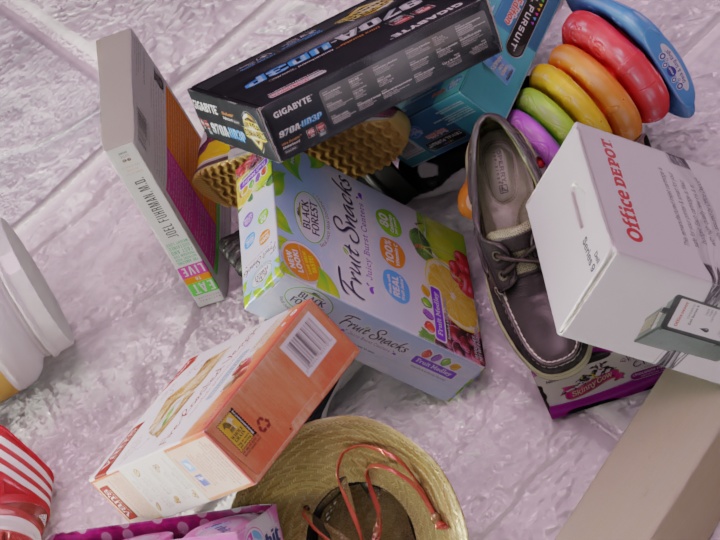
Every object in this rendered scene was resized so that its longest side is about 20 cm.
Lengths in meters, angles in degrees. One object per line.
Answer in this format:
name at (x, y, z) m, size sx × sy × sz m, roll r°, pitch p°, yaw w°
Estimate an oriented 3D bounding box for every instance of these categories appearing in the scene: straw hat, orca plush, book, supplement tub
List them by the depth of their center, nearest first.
straw hat at (0.009, 0.189, 1.450) m, size 0.199 × 0.203 × 0.085 m, roll 1°, pitch 12°, yaw 25°
book at (-0.160, -0.082, 1.683) m, size 0.048 × 0.201 × 0.134 m, roll -17°, pitch 47°, yaw 9°
orca plush at (0.116, -0.129, 1.686) m, size 0.198 × 0.071 × 0.106 m, roll -16°, pitch 48°, yaw 11°
supplement tub at (-0.352, 0.058, 1.690) m, size 0.199 × 0.145 × 0.145 m, roll -31°, pitch 46°, yaw -2°

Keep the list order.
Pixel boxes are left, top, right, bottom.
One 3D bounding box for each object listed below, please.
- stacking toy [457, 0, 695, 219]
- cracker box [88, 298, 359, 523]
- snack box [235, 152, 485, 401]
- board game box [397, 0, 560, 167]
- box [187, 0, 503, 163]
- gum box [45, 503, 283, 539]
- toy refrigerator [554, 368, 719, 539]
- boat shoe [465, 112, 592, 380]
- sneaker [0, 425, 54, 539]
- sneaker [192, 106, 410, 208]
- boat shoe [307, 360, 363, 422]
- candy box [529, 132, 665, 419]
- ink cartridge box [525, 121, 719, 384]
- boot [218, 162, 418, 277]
stacking toy at (0.149, -0.111, 1.564) m, size 0.200 × 0.116 × 0.110 m, roll -43°, pitch 33°, yaw -8°
cracker box at (-0.101, 0.106, 1.467) m, size 0.134 × 0.058 × 0.200 m, roll -52°, pitch 13°, yaw -32°
snack box at (0.000, 0.000, 1.546) m, size 0.053 × 0.199 × 0.143 m, roll -43°, pitch 37°, yaw 32°
board game box at (0.098, -0.191, 1.627) m, size 0.151 × 0.047 × 0.201 m, roll -21°, pitch 40°, yaw 62°
box at (-0.014, -0.151, 1.533) m, size 0.199 × 0.046 × 0.159 m, roll -28°, pitch 20°, yaw -16°
gum box at (-0.145, 0.240, 1.445) m, size 0.198 × 0.115 × 0.066 m, roll -11°, pitch 8°, yaw 25°
toy refrigerator at (0.192, 0.171, 1.399) m, size 0.070 × 0.076 × 0.201 m, roll 20°, pitch 63°, yaw 35°
boat shoe at (0.114, -0.020, 1.478) m, size 0.071 × 0.066 × 0.203 m, roll -18°, pitch 71°, yaw 11°
sneaker at (-0.336, 0.186, 1.639) m, size 0.198 × 0.079 × 0.116 m, roll 3°, pitch 44°, yaw 11°
sneaker at (-0.048, -0.118, 1.627) m, size 0.198 × 0.075 × 0.091 m, roll -12°, pitch 54°, yaw 29°
boat shoe at (-0.051, 0.083, 1.592) m, size 0.075 × 0.061 × 0.201 m, roll 13°, pitch 59°, yaw 32°
candy box at (0.183, 0.001, 1.554) m, size 0.135 × 0.061 × 0.201 m, roll -19°, pitch 46°, yaw 9°
ink cartridge box at (0.225, -0.005, 1.410) m, size 0.084 × 0.198 × 0.147 m, roll -59°, pitch 24°, yaw 33°
boot at (-0.053, -0.060, 1.702) m, size 0.158 × 0.079 × 0.211 m, roll -46°, pitch 30°, yaw 5°
